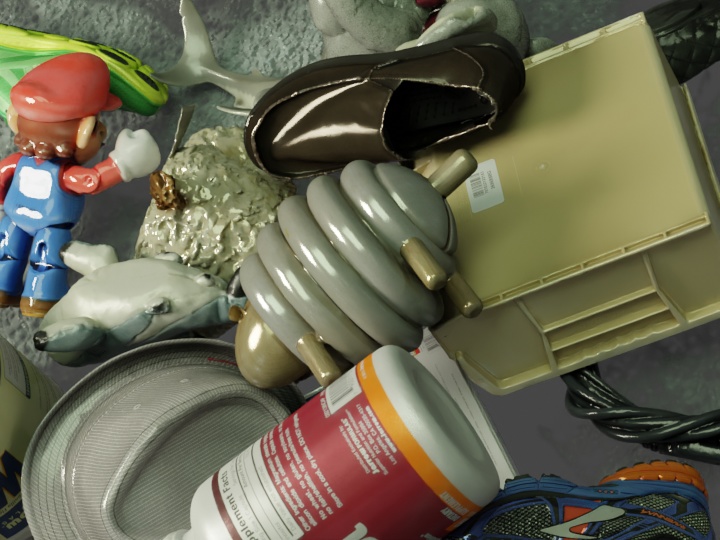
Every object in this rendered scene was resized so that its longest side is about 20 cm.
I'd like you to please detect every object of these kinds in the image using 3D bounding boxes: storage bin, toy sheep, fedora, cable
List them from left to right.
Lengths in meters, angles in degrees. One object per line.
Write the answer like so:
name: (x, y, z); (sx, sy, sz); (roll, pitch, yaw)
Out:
fedora: (-0.114, 0.134, 1.270); (0.200, 0.090, 0.177); (-23, 93, -16)
toy sheep: (0.000, 0.000, 1.235); (0.200, 0.138, 0.138); (-40, 58, 5)
storage bin: (0.137, -0.043, 1.320); (0.198, 0.094, 0.200); (-21, 48, 14)
cable: (0.221, 0.047, 1.294); (0.200, 0.051, 0.163); (10, 70, 25)

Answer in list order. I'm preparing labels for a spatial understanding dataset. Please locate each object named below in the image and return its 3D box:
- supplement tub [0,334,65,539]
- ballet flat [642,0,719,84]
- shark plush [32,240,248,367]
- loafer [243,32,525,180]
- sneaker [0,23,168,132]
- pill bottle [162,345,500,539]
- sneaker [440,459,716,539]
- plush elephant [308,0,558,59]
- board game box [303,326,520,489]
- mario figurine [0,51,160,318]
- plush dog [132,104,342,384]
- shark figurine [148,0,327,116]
supplement tub: (-0.281, 0.110, 1.353); (0.145, 0.200, 0.145); (-8, 61, 16)
ballet flat: (0.288, -0.181, 1.398); (0.200, 0.057, 0.066); (-17, 32, 5)
shark plush: (-0.129, 0.024, 1.340); (0.200, 0.083, 0.091); (-14, 45, 9)
loafer: (0.010, -0.106, 1.312); (0.200, 0.073, 0.071); (-18, 25, 18)
sneaker: (-0.241, -0.145, 1.558); (0.200, 0.074, 0.084); (13, 96, 21)
pill bottle: (-0.026, 0.145, 1.172); (0.200, 0.113, 0.113); (-38, 57, 10)
sneaker: (0.133, 0.171, 1.208); (0.200, 0.075, 0.079); (-10, 48, -14)
plush elephant: (0.052, -0.182, 1.411); (0.155, 0.165, 0.200); (-10, 79, 21)
board game box: (0.041, 0.147, 1.316); (0.126, 0.035, 0.200); (-29, 59, 5)
mario figurine: (-0.221, -0.065, 1.486); (0.123, 0.106, 0.200); (13, 94, -11)
plush dog: (-0.066, -0.015, 1.389); (0.172, 0.160, 0.200); (19, 70, 1)
shark figurine: (-0.059, -0.146, 1.473); (0.214, 0.128, 0.090); (34, 102, 57)
